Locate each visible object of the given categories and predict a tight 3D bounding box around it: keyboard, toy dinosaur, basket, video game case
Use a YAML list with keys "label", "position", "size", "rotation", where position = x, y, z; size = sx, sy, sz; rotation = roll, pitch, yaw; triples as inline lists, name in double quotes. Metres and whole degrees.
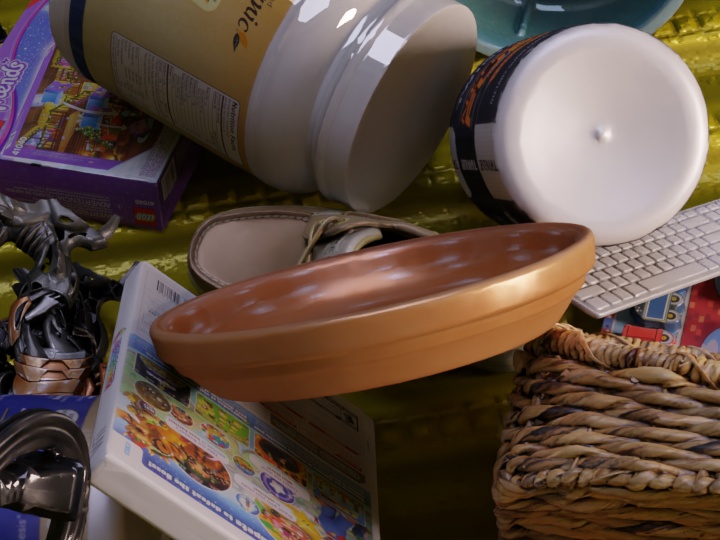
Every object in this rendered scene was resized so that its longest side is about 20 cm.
- label: "keyboard"
  position: [0.167, -0.012, 1.100]
  size: [0.199, 0.011, 0.056]
  rotation: [-17, 32, -40]
- label: "toy dinosaur"
  position: [-0.158, 0.047, 1.077]
  size: [0.198, 0.102, 0.137]
  rotation: [8, 57, -12]
- label: "basket"
  position: [0.166, 0.067, 0.943]
  size: [0.198, 0.143, 0.150]
  rotation: [9, 58, 16]
- label: "video game case"
  position: [-0.052, 0.078, 0.956]
  size: [0.143, 0.018, 0.200]
  rotation: [36, 17, -15]

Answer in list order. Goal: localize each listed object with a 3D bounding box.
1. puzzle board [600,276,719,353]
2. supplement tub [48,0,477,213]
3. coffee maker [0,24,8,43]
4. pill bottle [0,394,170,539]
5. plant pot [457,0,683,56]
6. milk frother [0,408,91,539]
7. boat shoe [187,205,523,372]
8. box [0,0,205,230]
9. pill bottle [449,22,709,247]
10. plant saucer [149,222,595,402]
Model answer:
- label: "puzzle board"
  position: [0.191, 0.050, 1.073]
  size: [0.150, 0.017, 0.201]
  rotation: [7, 44, 13]
- label: "supplement tub"
  position: [-0.051, -0.130, 1.156]
  size: [0.199, 0.145, 0.144]
  rotation: [30, 52, 20]
- label: "coffee maker"
  position: [-0.344, -0.190, 1.295]
  size: [0.199, 0.135, 0.192]
  rotation: [-23, 38, -13]
- label: "pill bottle"
  position: [-0.192, 0.115, 0.961]
  size: [0.198, 0.120, 0.120]
  rotation: [0, 42, 6]
- label: "plant pot"
  position: [0.123, -0.260, 1.304]
  size: [0.199, 0.201, 0.197]
  rotation: [6, 36, 12]
- label: "milk frother"
  position: [-0.211, 0.139, 0.845]
  size: [0.187, 0.181, 0.201]
  rotation: [15, 77, 6]
- label: "boat shoe"
  position: [0.000, 0.000, 1.093]
  size: [0.198, 0.066, 0.075]
  rotation: [9, 76, 16]
- label: "box"
  position: [-0.147, -0.110, 1.266]
  size: [0.136, 0.039, 0.201]
  rotation: [9, 44, 14]
- label: "pill bottle"
  position: [0.103, -0.068, 1.094]
  size: [0.105, 0.107, 0.200]
  rotation: [-10, 4, -6]
- label: "plant saucer"
  position: [0.008, 0.019, 0.942]
  size: [0.199, 0.038, 0.200]
  rotation: [-13, 8, 2]
